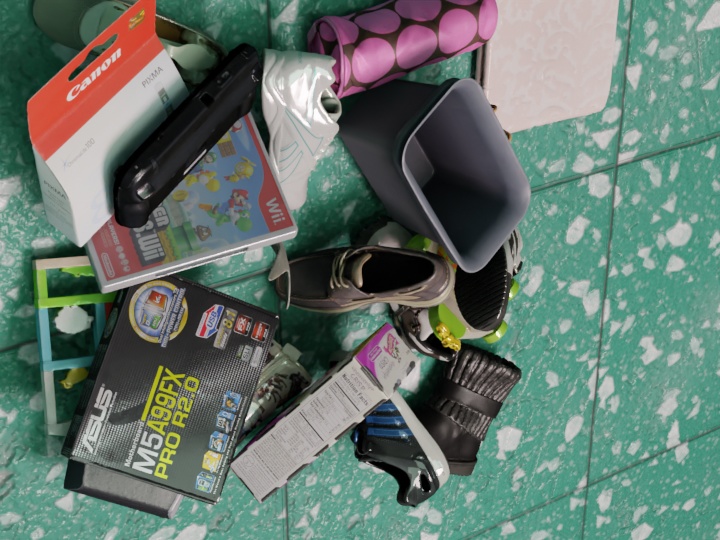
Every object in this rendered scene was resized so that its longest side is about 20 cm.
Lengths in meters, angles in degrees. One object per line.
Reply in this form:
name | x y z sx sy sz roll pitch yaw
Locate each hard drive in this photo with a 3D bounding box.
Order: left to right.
hard drive | -0.214 0.146 1.412 0.134 0.042 0.202 20 83 -19

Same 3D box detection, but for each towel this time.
towel | 0.213 -0.258 1.578 0.199 0.032 0.193 -15 121 -30

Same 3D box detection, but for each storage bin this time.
storage bin | 0.075 -0.121 1.456 0.146 0.134 0.200 -50 134 -17

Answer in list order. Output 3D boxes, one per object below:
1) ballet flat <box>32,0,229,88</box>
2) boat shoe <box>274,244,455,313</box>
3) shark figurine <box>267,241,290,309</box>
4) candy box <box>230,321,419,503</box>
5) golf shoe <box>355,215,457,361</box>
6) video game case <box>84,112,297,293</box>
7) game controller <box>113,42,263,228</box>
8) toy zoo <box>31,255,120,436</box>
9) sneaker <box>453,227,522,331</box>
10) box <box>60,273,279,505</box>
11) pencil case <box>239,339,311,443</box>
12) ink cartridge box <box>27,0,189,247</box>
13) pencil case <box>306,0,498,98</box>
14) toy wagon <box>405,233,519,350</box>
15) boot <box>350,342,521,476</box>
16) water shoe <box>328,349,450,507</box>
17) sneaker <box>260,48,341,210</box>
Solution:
ballet flat | -0.204 -0.218 1.272 0.199 0.064 0.068 14 102 -40
boat shoe | 0.000 0.000 1.474 0.073 0.198 0.075 55 32 -68
shark figurine | -0.152 -0.054 1.378 0.213 0.090 0.129 22 60 -7
candy box | -0.039 0.153 1.500 0.200 0.061 0.136 -41 180 20
golf shoe | 0.063 0.023 1.578 0.078 0.094 0.201 -39 129 -11
video game case | -0.176 -0.071 1.319 0.198 0.144 0.017 -17 162 -20
game controller | -0.160 -0.124 1.277 0.200 0.042 0.104 -50 178 -26
toy zoo | -0.252 0.085 1.360 0.130 0.020 0.202 -5 91 -25
sneaker | 0.151 -0.012 1.529 0.074 0.202 0.088 -26 137 32
box | -0.185 0.111 1.355 0.159 0.044 0.202 23 79 -23
pencil case | -0.145 0.154 1.497 0.200 0.089 0.078 -42 94 -10
ink cartridge box | -0.216 -0.131 1.213 0.160 0.047 0.200 -49 168 -25
pencil case | 0.040 -0.249 1.422 0.199 0.094 0.091 -23 170 -25
toy wagon | 0.109 0.014 1.558 0.155 0.039 0.201 46 41 -22
boot | 0.093 0.163 1.683 0.210 0.079 0.159 10 110 -44
water shoe | 0.020 0.182 1.581 0.079 0.072 0.200 -40 88 -21
sneaker | -0.058 -0.136 1.385 0.079 0.071 0.201 -3 139 -3
